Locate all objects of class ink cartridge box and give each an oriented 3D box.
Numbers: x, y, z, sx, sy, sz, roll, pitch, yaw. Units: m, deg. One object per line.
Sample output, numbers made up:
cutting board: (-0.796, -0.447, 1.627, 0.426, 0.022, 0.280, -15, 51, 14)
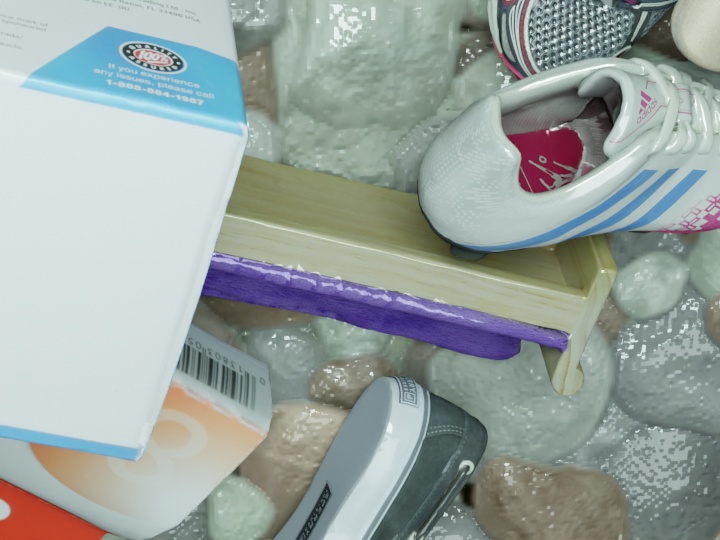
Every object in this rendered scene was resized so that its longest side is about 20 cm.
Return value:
ink cartridge box: (-0.160, 0.080, 0.973, 0.162, 0.050, 0.200, 30, 121, -23)
ink cartridge box: (-0.135, -0.057, 0.821, 0.146, 0.200, 0.147, 12, 121, -15)

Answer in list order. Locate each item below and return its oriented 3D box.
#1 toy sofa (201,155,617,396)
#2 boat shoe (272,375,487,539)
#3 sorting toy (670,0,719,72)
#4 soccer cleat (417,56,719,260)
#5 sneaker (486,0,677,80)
toy sofa: (0.000, 0.000, 0.944, 0.199, 0.083, 0.098, 13, 118, -15)
boat shoe: (-0.008, 0.140, 1.038, 0.056, 0.069, 0.201, 22, 114, -20)
sorting toy: (0.228, -0.150, 0.862, 0.199, 0.036, 0.186, -1, 128, -47)
soccer cleat: (0.118, -0.053, 0.895, 0.199, 0.070, 0.086, -15, 159, -27)
sneaker: (0.122, -0.151, 0.874, 0.080, 0.075, 0.200, 28, 114, -22)
